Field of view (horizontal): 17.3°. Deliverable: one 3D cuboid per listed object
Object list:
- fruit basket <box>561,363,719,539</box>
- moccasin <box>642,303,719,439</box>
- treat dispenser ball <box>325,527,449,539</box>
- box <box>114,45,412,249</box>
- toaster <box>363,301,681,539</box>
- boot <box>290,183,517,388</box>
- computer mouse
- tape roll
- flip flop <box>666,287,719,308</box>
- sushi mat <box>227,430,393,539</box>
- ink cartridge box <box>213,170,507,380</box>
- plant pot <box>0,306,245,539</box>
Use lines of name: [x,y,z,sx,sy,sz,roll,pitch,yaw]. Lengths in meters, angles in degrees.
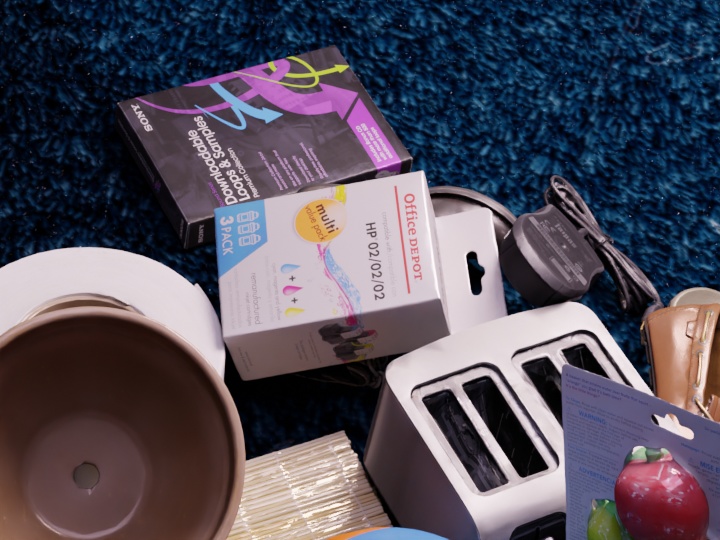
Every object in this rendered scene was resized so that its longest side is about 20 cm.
fruit basket: [0.204,0.170,1.497,0.185,0.201,0.094,20,29,40]
moccasin: [0.254,0.115,1.713,0.077,0.074,0.202,-14,50,18]
treat dispenser ball: [0.017,0.261,1.475,0.200,0.201,0.201,4,48,-5]
box: [-0.078,-0.101,1.893,0.199,0.036,0.143,-18,54,-22]
toaster: [0.114,0.131,1.661,0.180,0.119,0.200,-16,53,-23]
boot: [0.017,0.019,1.786,0.199,0.069,0.175,3,48,8]
computer mouse: [0.161,0.011,1.767,0.141,0.046,0.200,49,21,-1]
tape roll: [-0.195,0.077,1.686,0.202,0.071,0.203,3,45,-3]
flip flop: [0.306,0.082,1.774,0.081,0.058,0.200,-19,54,-23]
sushi mat: [-0.080,0.176,1.662,0.199,0.012,0.096,-16,52,-21]
ink cartridge box: [0.000,0.000,1.711,0.199,0.068,0.116,-10,57,5]
plant pot: [-0.178,0.130,1.545,0.200,0.093,0.202,2,79,-9]
